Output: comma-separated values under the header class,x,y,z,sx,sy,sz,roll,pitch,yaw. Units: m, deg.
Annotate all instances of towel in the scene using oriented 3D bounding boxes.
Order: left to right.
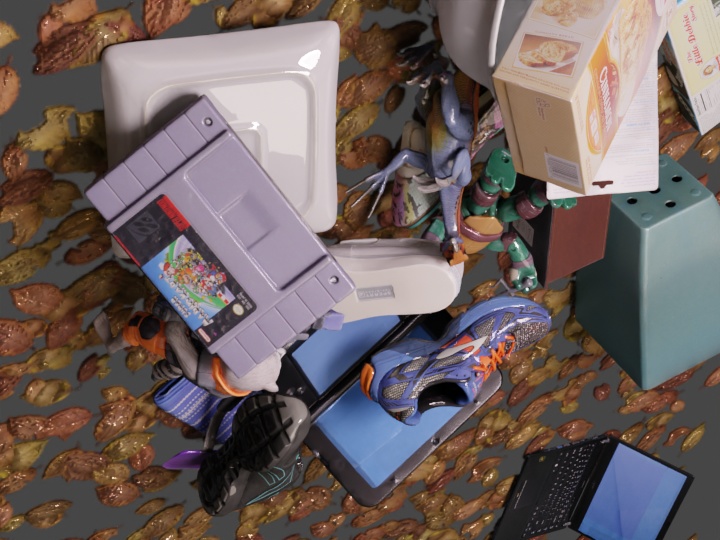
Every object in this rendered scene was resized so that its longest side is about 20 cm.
class,x,y,z,sx,sy,sz,roll,pitch,yaw
towel,-0.103,0.120,1.696,0.145,0.024,0.200,-41,143,7

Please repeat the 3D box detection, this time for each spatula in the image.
class,x,y,z,sx,sy,sz,roll,pitch,yaw
spatula,-0.140,0.149,1.663,0.056,0.021,0.200,3,141,-30

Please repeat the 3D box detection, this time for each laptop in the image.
class,x,y,z,sx,sy,sz,roll,pitch,yaw
laptop,0.288,0.304,2.131,0.199,0.103,0.178,-10,135,-31

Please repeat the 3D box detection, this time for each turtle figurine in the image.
class,x,y,z,sx,sy,sz,roll,pitch,yaw
turtle figurine,0.113,-0.036,1.634,0.149,0.101,0.200,-1,148,-32

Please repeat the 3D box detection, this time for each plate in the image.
class,x,y,z,sx,sy,sz,roll,pitch,yaw
plate,-0.110,-0.100,1.395,0.199,0.032,0.201,-8,125,-15

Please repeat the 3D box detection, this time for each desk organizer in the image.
class,x,y,z,sx,sy,sz,roll,pitch,yaw
desk organizer,0.201,-0.085,1.681,0.077,0.072,0.201,-24,141,-20

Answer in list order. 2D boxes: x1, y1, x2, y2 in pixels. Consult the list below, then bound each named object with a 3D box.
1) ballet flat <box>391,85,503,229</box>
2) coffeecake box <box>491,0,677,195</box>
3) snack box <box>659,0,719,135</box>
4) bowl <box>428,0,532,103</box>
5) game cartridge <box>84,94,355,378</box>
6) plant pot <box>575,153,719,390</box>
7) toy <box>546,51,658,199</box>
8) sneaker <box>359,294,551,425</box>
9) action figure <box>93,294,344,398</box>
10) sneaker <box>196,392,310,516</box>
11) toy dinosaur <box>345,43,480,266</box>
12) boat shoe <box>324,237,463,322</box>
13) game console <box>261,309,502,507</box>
class,x,y,z,sx,sy,sz,roll,pitch,yaw
ballet flat,0.085,-0.130,1.556,0.200,0.069,0.071,-45,124,5
coffeecake box,0.191,-0.191,1.408,0.201,0.073,0.154,-62,157,-19
snack box,0.355,-0.232,1.672,0.116,0.037,0.200,-36,143,-1
bowl,0.116,-0.245,1.398,0.201,0.090,0.202,-52,154,-38
game cartridge,-0.113,-0.024,1.358,0.129,0.038,0.200,-39,103,2
plant pot,0.316,-0.010,1.797,0.141,0.141,0.201,-25,135,-14
toy,0.215,-0.172,1.559,0.114,0.047,0.201,-5,104,-17
sneaker,0.101,0.093,1.642,0.199,0.079,0.076,-27,142,-10
action figure,-0.117,0.068,1.490,0.199,0.193,0.105,6,96,-33
sneaker,-0.091,0.174,1.649,0.079,0.076,0.200,-3,152,-33
toy dinosaur,0.087,-0.104,1.493,0.199,0.105,0.182,-30,120,-10
boat shoe,0.000,0.000,1.575,0.199,0.069,0.072,-7,116,21
game console,0.020,0.102,1.673,0.200,0.116,0.176,-43,143,-10
